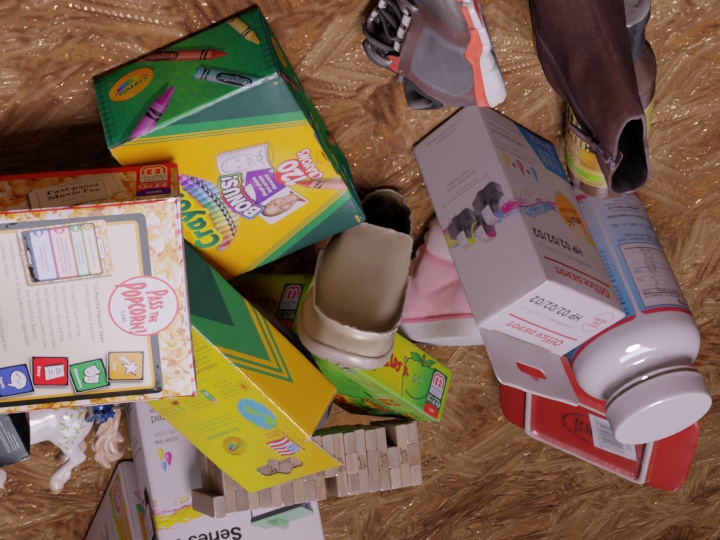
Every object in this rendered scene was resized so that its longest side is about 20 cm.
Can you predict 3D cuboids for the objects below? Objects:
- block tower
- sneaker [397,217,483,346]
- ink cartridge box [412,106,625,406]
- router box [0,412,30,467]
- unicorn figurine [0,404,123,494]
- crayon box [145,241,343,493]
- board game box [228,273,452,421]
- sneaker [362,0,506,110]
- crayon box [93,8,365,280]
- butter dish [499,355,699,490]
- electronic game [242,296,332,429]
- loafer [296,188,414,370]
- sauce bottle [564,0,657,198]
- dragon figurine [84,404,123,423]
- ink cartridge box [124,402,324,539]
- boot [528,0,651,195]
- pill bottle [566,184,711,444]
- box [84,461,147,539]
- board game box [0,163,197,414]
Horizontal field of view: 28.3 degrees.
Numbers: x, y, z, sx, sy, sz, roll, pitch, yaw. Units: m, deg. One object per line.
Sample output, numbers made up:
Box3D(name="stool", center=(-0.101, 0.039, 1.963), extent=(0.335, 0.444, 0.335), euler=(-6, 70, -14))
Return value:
Box3D(name="block tower", center=(-0.041, 0.161, 1.187), extent=(0.197, 0.059, 0.054), euler=(-6, 180, -27))
Box3D(name="sneaker", center=(0.067, 0.010, 1.191), extent=(0.074, 0.106, 0.199), euler=(5, 173, -30))
Box3D(name="ink cartridge box", center=(0.122, -0.012, 1.040), extent=(0.068, 0.202, 0.114), euler=(-35, 147, 28))
Box3D(name="router box", center=(-0.329, 0.064, 0.977), extent=(0.148, 0.062, 0.202), euler=(-17, 127, -2))
Box3D(name="unicorn figurine", center=(-0.294, 0.137, 1.200), extent=(0.198, 0.074, 0.138), euler=(-18, 145, -32))
Box3D(name="crayon box", center=(-0.107, 0.073, 1.031), extent=(0.200, 0.051, 0.126), euler=(46, 141, -19))
Box3D(name="board game box", center=(-0.022, 0.065, 1.169), extent=(0.101, 0.048, 0.199), euler=(1, 156, 40))
Box3D(name="sneaker", center=(0.037, -0.152, 0.890), extent=(0.081, 0.078, 0.200), euler=(-16, 151, 9))
Box3D(name="crayon box", center=(-0.082, -0.077, 0.958), extent=(0.117, 0.059, 0.200), euler=(-22, 151, 7))
Box3D(name="butter dish", center=(0.244, 0.095, 1.367), extent=(0.197, 0.149, 0.201), euler=(23, 156, 18))
Box3D(name="electronic game", center=(-0.113, 0.069, 1.111), extent=(0.198, 0.042, 0.201), euler=(21, 151, 12))
Box3D(name="loafer", center=(0.000, 0.000, 1.041), extent=(0.075, 0.201, 0.069), euler=(13, 119, -2))
Box3D(name="sauce bottle", center=(0.179, -0.129, 1.020), extent=(0.064, 0.065, 0.201), euler=(-16, 149, -3))
Box3D(name="dragon figurine", center=(-0.233, 0.064, 1.111), extent=(0.098, 0.059, 0.201), euler=(-11, 151, -13))
Box3D(name="ink cartridge box", center=(-0.116, 0.193, 1.238), extent=(0.143, 0.203, 0.084), euler=(-8, 166, -17))
Box3D(name="boot", center=(0.137, -0.158, 0.836), extent=(0.071, 0.168, 0.201), euler=(-18, 151, 0))
Box3D(name="pill bottle", center=(0.212, 0.034, 1.169), extent=(0.107, 0.202, 0.109), euler=(-13, 151, -8))
Box3D(name="box", center=(-0.205, 0.278, 1.444), extent=(0.111, 0.102, 0.201), euler=(-3, 147, -25))
Box3D(name="board game box", center=(-0.206, 0.016, 0.898), extent=(0.197, 0.047, 0.153), euler=(-4, 123, -6))
